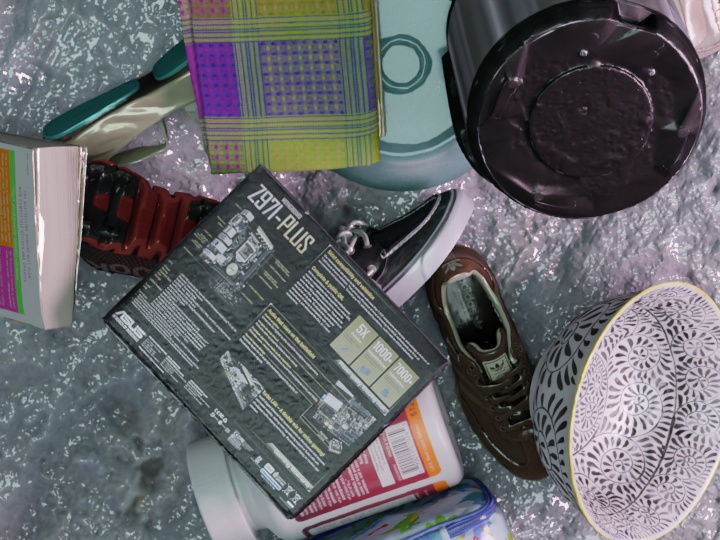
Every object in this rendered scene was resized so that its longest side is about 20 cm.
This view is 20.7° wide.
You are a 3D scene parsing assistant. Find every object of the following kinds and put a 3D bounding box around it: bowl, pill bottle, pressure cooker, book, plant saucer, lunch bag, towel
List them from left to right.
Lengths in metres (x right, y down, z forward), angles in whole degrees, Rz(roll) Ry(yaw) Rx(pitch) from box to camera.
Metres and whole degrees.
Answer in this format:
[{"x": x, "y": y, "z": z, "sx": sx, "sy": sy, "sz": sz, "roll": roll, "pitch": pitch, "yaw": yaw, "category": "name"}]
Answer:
[{"x": -0.285, "y": -0.037, "z": 1.484, "sx": 0.199, "sy": 0.048, "sz": 0.135, "roll": 13, "pitch": 103, "yaw": 45, "category": "book"}, {"x": -0.058, "y": -0.167, "z": 1.446, "sx": 0.142, "sy": 0.023, "sz": 0.202, "roll": -2, "pitch": 118, "yaw": 9, "category": "towel"}, {"x": -0.028, "y": 0.144, "z": 1.529, "sx": 0.198, "sy": 0.110, "sz": 0.111, "roll": -19, "pitch": 97, "yaw": 4, "category": "pill bottle"}, {"x": 0.021, "y": 0.232, "z": 1.517, "sx": 0.198, "sy": 0.161, "sz": 0.083, "roll": -23, "pitch": 92, "yaw": 3, "category": "lunch bag"}, {"x": 0.031, "y": -0.160, "z": 1.520, "sx": 0.198, "sy": 0.036, "sz": 0.202, "roll": 0, "pitch": 99, "yaw": 2, "category": "plant saucer"}, {"x": 0.151, "y": -0.154, "z": 1.422, "sx": 0.176, "sy": 0.201, "sz": 0.177, "roll": 4, "pitch": 125, "yaw": -8, "category": "pressure cooker"}, {"x": 0.190, "y": 0.100, "z": 1.506, "sx": 0.094, "sy": 0.199, "sz": 0.203, "roll": 13, "pitch": 102, "yaw": 44, "category": "bowl"}]

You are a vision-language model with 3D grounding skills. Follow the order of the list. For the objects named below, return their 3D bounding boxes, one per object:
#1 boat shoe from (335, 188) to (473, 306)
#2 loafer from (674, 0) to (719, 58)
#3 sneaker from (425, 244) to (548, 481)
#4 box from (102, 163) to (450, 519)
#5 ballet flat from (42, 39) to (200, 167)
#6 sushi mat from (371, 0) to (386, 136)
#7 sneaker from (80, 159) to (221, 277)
[{"x": 0.000, "y": -0.001, "z": 1.525, "sx": 0.199, "sy": 0.074, "sz": 0.068, "roll": -42, "pitch": 106, "yaw": 14, "category": "boat shoe"}, {"x": 0.234, "y": -0.257, "z": 1.489, "sx": 0.062, "sy": 0.072, "sz": 0.202, "roll": -16, "pitch": 104, "yaw": -14, "category": "loafer"}, {"x": 0.101, "y": 0.079, "z": 1.532, "sx": 0.070, "sy": 0.076, "sz": 0.202, "roll": -26, "pitch": 96, "yaw": 5, "category": "sneaker"}, {"x": -0.061, "y": 0.053, "z": 1.436, "sx": 0.164, "sy": 0.086, "sz": 0.200, "roll": -45, "pitch": 86, "yaw": -4, "category": "box"}, {"x": -0.152, "y": -0.130, "z": 1.521, "sx": 0.199, "sy": 0.069, "sz": 0.070, "roll": -30, "pitch": 96, "yaw": 9, "category": "ballet flat"}, {"x": -0.032, "y": -0.195, "z": 1.492, "sx": 0.095, "sy": 0.012, "sz": 0.203, "roll": -3, "pitch": 93, "yaw": 13, "category": "sushi mat"}, {"x": -0.156, "y": -0.026, "z": 1.529, "sx": 0.199, "sy": 0.098, "sz": 0.072, "roll": 22, "pitch": 74, "yaw": -25, "category": "sneaker"}]
